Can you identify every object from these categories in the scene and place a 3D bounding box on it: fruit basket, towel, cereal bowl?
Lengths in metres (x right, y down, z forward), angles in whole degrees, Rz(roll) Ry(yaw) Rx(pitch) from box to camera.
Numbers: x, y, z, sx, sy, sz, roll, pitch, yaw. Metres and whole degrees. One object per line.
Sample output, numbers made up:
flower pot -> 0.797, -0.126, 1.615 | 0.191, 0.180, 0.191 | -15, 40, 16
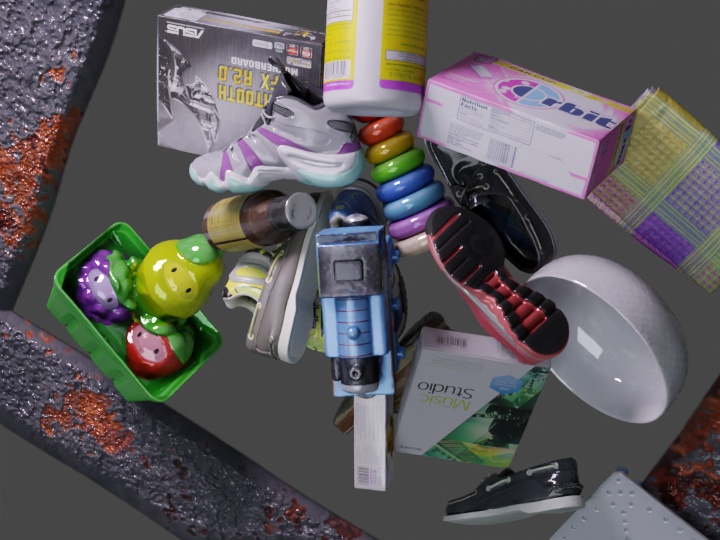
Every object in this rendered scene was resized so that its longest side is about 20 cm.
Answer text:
fruit basket -> -0.251, 0.038, 1.767 | 0.215, 0.156, 0.216 | 22, 135, 24
towel -> 0.330, -0.084, 1.531 | 0.200, 0.023, 0.144 | 39, 122, 0
cereal bowl -> 0.268, 0.060, 1.566 | 0.200, 0.083, 0.200 | 38, 154, 22

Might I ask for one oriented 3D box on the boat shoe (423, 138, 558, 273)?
boat shoe -> 0.135, -0.077, 1.587 | 0.070, 0.066, 0.200 | -33, 99, 31

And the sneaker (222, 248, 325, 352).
sneaker -> -0.072, 0.059, 1.720 | 0.200, 0.076, 0.076 | 33, 156, 12

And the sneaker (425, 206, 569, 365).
sneaker -> 0.131, 0.024, 1.561 | 0.200, 0.074, 0.087 | 51, 157, 9

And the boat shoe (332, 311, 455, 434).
boat shoe -> 0.046, 0.134, 1.722 | 0.074, 0.076, 0.200 | 42, 123, -5

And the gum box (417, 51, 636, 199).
gum box -> 0.164, -0.152, 1.498 | 0.199, 0.113, 0.066 | 23, 122, 20

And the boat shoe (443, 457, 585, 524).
boat shoe -> 0.179, 0.262, 1.737 | 0.199, 0.075, 0.061 | -16, 70, 37

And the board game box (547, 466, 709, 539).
board game box -> 0.323, 0.351, 1.739 | 0.200, 0.026, 0.200 | 38, 122, 1

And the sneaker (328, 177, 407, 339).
sneaker -> 0.000, 0.000, 1.675 | 0.075, 0.077, 0.201 | -7, 112, 23

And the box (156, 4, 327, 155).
box -> -0.129, -0.200, 1.649 | 0.199, 0.048, 0.159 | 14, 118, 16

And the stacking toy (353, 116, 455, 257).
stacking toy -> 0.036, -0.118, 1.607 | 0.085, 0.085, 0.201 | -22, 99, 29

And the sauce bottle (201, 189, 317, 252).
sauce bottle -> -0.110, -0.056, 1.648 | 0.200, 0.065, 0.065 | -4, 117, 59

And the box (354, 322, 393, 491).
box -> 0.016, 0.151, 1.675 | 0.041, 0.039, 0.201 | 3, 106, 15

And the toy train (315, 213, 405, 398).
toy train -> -0.003, 0.042, 1.569 | 0.086, 0.114, 0.201 | -2, 96, 10

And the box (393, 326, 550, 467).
box -> 0.120, 0.146, 1.659 | 0.143, 0.036, 0.200 | 9, 140, -4

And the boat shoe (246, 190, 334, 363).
boat shoe -> -0.077, 0.002, 1.661 | 0.060, 0.072, 0.203 | 9, 75, 22

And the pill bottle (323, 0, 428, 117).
pill bottle -> 0.018, -0.260, 1.499 | 0.104, 0.104, 0.201 | 3, 90, 21

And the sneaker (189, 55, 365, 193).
sneaker -> -0.097, -0.161, 1.588 | 0.199, 0.078, 0.141 | -4, 112, 13
